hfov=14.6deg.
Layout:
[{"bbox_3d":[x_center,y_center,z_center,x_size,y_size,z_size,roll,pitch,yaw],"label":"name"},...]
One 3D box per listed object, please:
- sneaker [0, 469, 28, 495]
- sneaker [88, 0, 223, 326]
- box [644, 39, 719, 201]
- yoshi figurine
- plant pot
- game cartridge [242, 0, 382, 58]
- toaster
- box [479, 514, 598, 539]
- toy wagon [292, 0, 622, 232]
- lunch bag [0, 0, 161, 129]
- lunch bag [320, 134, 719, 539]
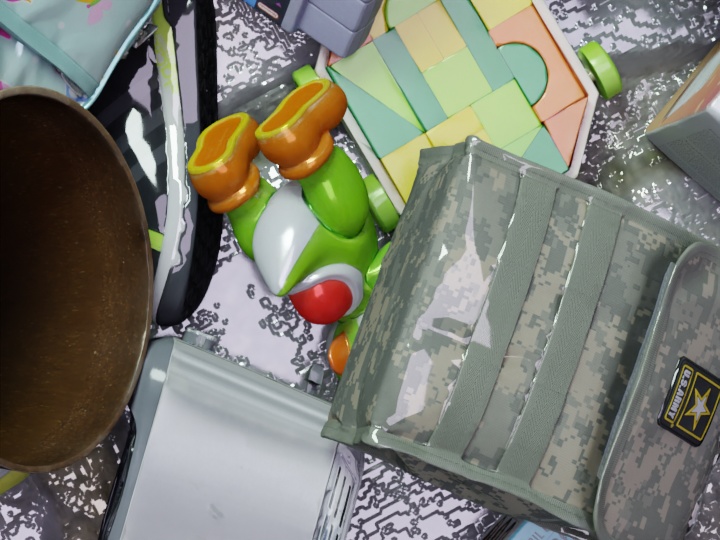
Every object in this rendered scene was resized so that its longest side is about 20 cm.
[{"bbox_3d":[-0.245,0.135,1.492,0.199,0.078,0.090,-31,136,6],"label":"sneaker"},{"bbox_3d":[-0.120,-0.069,1.511,0.082,0.072,0.201,-2,84,9],"label":"sneaker"},{"bbox_3d":[0.246,-0.100,1.456,0.106,0.200,0.152,40,87,-2],"label":"box"},{"bbox_3d":[0.002,-0.007,1.489,0.112,0.112,0.201,-35,110,-7],"label":"yoshi figurine"},{"bbox_3d":[-0.238,0.007,1.418,0.199,0.187,0.188,-2,89,33],"label":"plant pot"},{"bbox_3d":[-0.064,-0.210,1.468,0.200,0.038,0.130,35,129,12],"label":"game cartridge"},{"bbox_3d":[-0.077,0.138,1.481,0.128,0.114,0.201,16,87,-5],"label":"toaster"},{"bbox_3d":[0.095,0.152,1.505,0.049,0.082,0.200,41,88,-3],"label":"box"},{"bbox_3d":[0.065,-0.082,1.526,0.155,0.040,0.201,-31,91,-3],"label":"toy wagon"},{"bbox_3d":[-0.186,-0.170,1.413,0.200,0.077,0.161,37,80,-34],"label":"lunch bag"},{"bbox_3d":[0.104,0.047,1.412,0.199,0.118,0.165,22,83,-14],"label":"lunch bag"}]
